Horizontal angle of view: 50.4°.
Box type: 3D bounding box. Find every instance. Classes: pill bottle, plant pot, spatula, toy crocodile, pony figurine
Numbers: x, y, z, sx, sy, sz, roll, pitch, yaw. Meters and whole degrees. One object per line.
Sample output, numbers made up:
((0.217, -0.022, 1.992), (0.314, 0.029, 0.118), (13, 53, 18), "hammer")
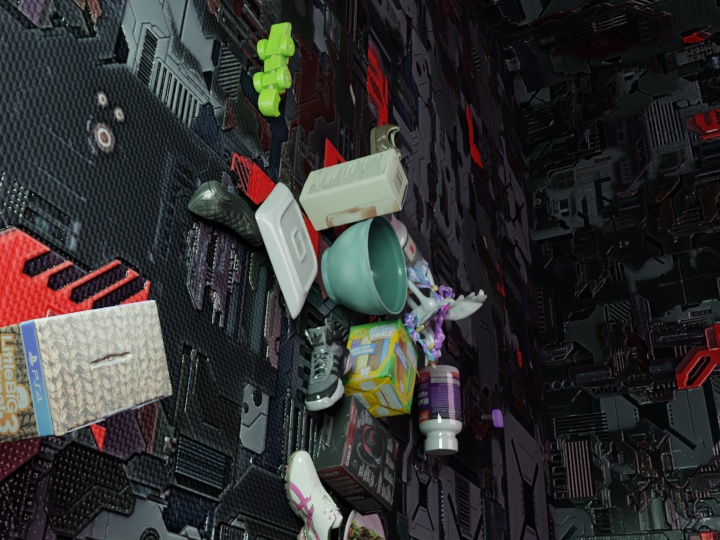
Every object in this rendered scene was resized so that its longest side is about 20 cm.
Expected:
((0.197, 0.348, 1.902), (0.111, 0.109, 0.205), (39, 45, -55), "pill bottle")
((0.000, 0.000, 1.581), (0.200, 0.131, 0.206), (41, 43, -54), "plant pot")
((0.070, -0.044, 1.741), (0.201, 0.113, 0.119), (56, 32, -43), "pill bottle")
((0.424, 0.475, 2.473), (0.199, 0.020, 0.058), (25, 59, -61), "spatula")
((-0.161, -0.391, 1.472), (0.062, 0.066, 0.205), (49, 39, -57), "toy crocodile")
((0.153, 0.082, 1.649), (0.164, 0.194, 0.202), (-2, 50, -42), "pony figurine")

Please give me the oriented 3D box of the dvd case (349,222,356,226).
((0.023, -0.114, 1.826), (0.146, 0.017, 0.201), (69, 26, -22), "dvd case")

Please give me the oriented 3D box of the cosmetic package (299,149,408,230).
((-0.012, -0.161, 1.545), (0.088, 0.195, 0.105), (61, 30, -34), "cosmetic package")

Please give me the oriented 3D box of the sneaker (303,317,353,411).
((-0.073, 0.168, 1.419), (0.201, 0.074, 0.116), (-62, 135, -63), "sneaker")

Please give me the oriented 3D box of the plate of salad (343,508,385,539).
((0.019, 0.556, 1.485), (0.200, 0.047, 0.206), (39, 46, -56), "plate of salad")

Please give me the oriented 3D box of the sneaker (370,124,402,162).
((0.069, -0.275, 1.931), (0.070, 0.074, 0.206), (22, 60, -62), "sneaker")

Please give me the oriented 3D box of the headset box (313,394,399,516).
((-0.011, 0.347, 1.453), (0.201, 0.074, 0.151), (49, 36, -35), "headset box")

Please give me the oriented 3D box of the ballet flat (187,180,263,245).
((-0.215, -0.090, 1.257), (0.068, 0.056, 0.200), (65, 10, 27), "ballet flat")

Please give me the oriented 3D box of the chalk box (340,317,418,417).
((0.045, 0.190, 1.612), (0.126, 0.121, 0.203), (60, 30, -36), "chalk box")

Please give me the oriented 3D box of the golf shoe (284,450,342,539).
((-0.069, 0.403, 1.299), (0.072, 0.090, 0.206), (-19, 96, -64), "golf shoe")

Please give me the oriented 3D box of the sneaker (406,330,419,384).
((0.095, 0.174, 1.796), (0.203, 0.073, 0.118), (77, 6, -50), "sneaker")

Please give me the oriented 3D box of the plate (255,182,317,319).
((-0.124, -0.044, 1.401), (0.201, 0.031, 0.204), (-72, 146, -67), "plate")

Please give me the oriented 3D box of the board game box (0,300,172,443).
((-0.314, 0.102, 0.741), (0.159, 0.195, 0.100), (-10, 88, -66), "board game box")
